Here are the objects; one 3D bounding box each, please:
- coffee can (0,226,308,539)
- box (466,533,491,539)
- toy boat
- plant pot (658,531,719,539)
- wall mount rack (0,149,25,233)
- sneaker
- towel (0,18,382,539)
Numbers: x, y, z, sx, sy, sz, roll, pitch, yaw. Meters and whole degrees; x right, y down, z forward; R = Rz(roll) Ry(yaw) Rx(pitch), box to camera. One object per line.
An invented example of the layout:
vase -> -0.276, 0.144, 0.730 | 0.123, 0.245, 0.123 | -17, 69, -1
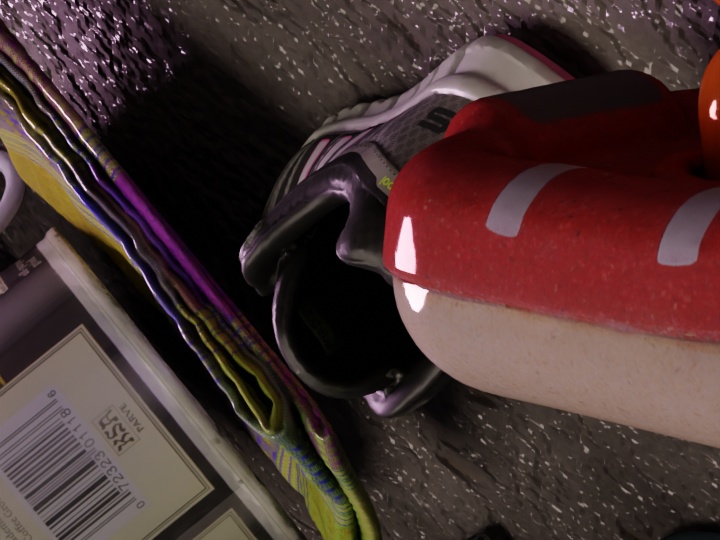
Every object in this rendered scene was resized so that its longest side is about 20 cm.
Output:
coffee can -> -0.138, 0.103, 1.036 | 0.146, 0.200, 0.146 | 51, 176, 5
box -> 0.030, 0.234, 1.021 | 0.197, 0.200, 0.124 | 45, 157, 1
toy boat -> 0.095, -0.037, 0.631 | 0.200, 0.130, 0.131 | 10, 109, 52
plant pot -> 0.082, 0.194, 0.880 | 0.200, 0.196, 0.200 | 35, 153, 21
wall mount rack -> -0.194, 0.012, 1.015 | 0.174, 0.200, 0.075 | 28, 157, 52
sneaker -> 0.000, 0.000, 0.841 | 0.074, 0.087, 0.200 | 47, 156, -4
towel -> -0.063, 0.005, 0.947 | 0.200, 0.023, 0.144 | 50, 173, 23
